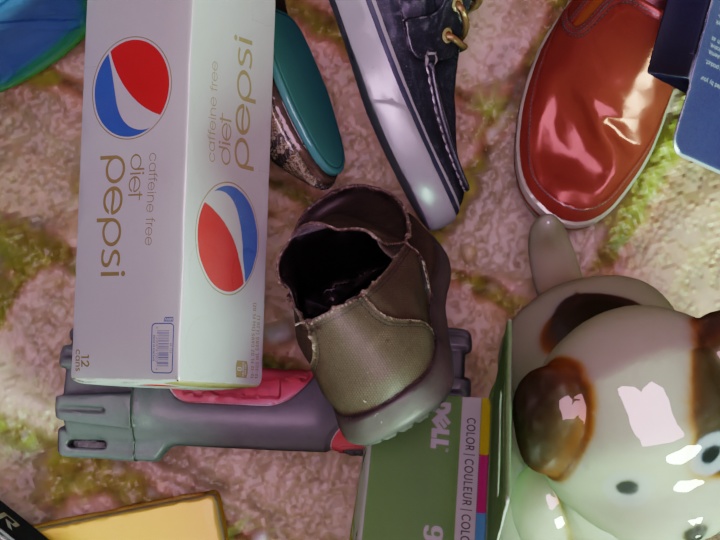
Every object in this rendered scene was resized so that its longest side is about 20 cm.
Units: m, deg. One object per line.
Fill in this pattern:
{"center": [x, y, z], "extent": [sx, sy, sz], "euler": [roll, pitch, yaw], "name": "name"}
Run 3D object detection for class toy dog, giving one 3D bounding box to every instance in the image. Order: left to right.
{"center": [0.128, 0.065, 0.900], "extent": [0.138, 0.200, 0.196], "euler": [-6, 89, 0], "name": "toy dog"}

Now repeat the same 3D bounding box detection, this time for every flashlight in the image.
{"center": [-0.045, 0.055, 0.973], "extent": [0.198, 0.068, 0.068], "euler": [4, 122, 5], "name": "flashlight"}

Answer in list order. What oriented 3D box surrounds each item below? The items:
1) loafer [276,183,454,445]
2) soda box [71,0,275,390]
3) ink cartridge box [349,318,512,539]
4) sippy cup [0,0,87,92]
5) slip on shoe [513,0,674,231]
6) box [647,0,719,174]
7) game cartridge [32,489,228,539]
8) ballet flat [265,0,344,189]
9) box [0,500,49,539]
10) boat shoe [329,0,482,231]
{"center": [0.000, 0.000, 0.903], "extent": [0.073, 0.200, 0.071], "euler": [-29, 113, 4], "name": "loafer"}
{"center": [-0.084, -0.047, 0.914], "extent": [0.063, 0.068, 0.202], "euler": [0, 85, 32], "name": "soda box"}
{"center": [0.024, 0.124, 0.894], "extent": [0.059, 0.201, 0.104], "euler": [8, 44, -1], "name": "ink cartridge box"}
{"center": [-0.207, -0.162, 0.952], "extent": [0.177, 0.140, 0.131], "euler": [-24, 77, -9], "name": "sippy cup"}
{"center": [0.132, -0.115, 0.976], "extent": [0.074, 0.061, 0.201], "euler": [27, 90, 0], "name": "slip on shoe"}
{"center": [0.200, -0.139, 0.955], "extent": [0.121, 0.032, 0.202], "euler": [18, 86, -42], "name": "box"}
{"center": [-0.136, 0.223, 0.986], "extent": [0.175, 0.032, 0.202], "euler": [-11, 91, 0], "name": "game cartridge"}
{"center": [-0.063, -0.128, 0.983], "extent": [0.075, 0.068, 0.202], "euler": [-17, 82, 22], "name": "ballet flat"}
{"center": [-0.244, 0.183, 0.950], "extent": [0.160, 0.044, 0.201], "euler": [36, 92, 4], "name": "box"}
{"center": [0.034, -0.126, 0.972], "extent": [0.090, 0.071, 0.202], "euler": [-20, 88, -1], "name": "boat shoe"}
